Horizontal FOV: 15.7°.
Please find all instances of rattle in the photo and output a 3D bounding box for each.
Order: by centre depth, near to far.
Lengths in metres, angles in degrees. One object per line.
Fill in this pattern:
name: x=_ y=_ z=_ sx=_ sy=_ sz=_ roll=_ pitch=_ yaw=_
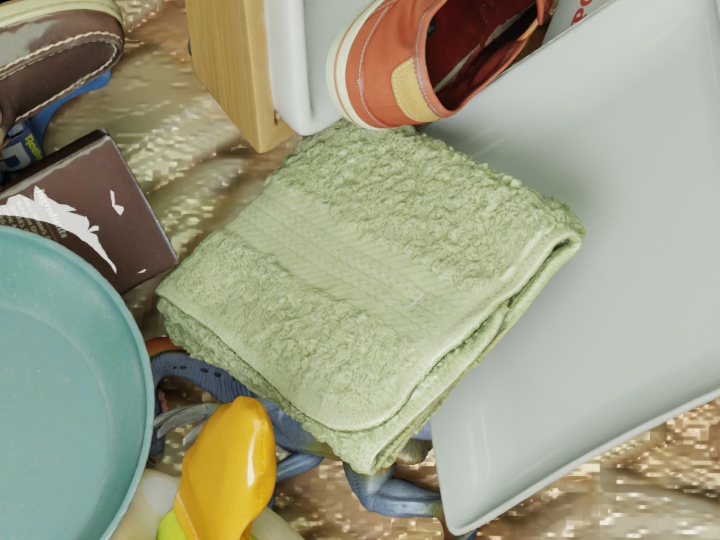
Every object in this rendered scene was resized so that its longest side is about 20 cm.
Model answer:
rattle: x=-0.006 y=0.134 z=1.102 sx=0.200 sy=0.130 sz=0.143 roll=31 pitch=109 yaw=-16

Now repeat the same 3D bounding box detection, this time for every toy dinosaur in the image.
toy dinosaur: x=-0.021 y=0.075 z=1.224 sx=0.181 sy=0.105 sz=0.200 roll=34 pitch=43 yaw=25

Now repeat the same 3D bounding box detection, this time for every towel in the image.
towel: x=0.000 y=0.000 z=1.143 sx=0.148 sy=0.037 sz=0.200 roll=-47 pitch=35 yaw=-9

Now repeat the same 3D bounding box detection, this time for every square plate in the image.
square plate: x=0.099 y=-0.010 z=1.123 sx=0.198 sy=0.028 sz=0.201 roll=-32 pitch=54 yaw=35

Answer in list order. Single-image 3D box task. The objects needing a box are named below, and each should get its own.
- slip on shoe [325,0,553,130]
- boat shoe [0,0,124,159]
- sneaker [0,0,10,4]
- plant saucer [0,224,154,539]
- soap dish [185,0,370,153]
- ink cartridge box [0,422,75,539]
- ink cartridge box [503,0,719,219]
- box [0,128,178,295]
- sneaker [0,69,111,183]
slip on shoe: x=0.066 y=-0.134 z=1.183 sx=0.061 sy=0.074 sz=0.200 roll=12 pitch=49 yaw=45
boat shoe: x=-0.192 y=-0.059 z=1.198 sx=0.199 sy=0.072 sz=0.072 roll=-25 pitch=68 yaw=-6
sneaker: x=-0.208 y=-0.143 z=1.232 sx=0.199 sy=0.072 sz=0.083 roll=-18 pitch=67 yaw=-9
plant saucer: x=-0.181 y=0.074 z=1.108 sx=0.199 sy=0.036 sz=0.201 roll=-4 pitch=60 yaw=7
soap dish: x=-0.016 y=-0.176 z=1.180 sx=0.081 sy=0.201 sz=0.157 roll=22 pitch=43 yaw=34
ink cartridge box: x=-0.164 y=0.169 z=1.157 sx=0.128 sy=0.125 sz=0.201 roll=-16 pitch=69 yaw=0
ink cartridge box: x=0.169 y=-0.070 z=1.175 sx=0.200 sy=0.086 sz=0.147 roll=3 pitch=65 yaw=47
box: x=-0.189 y=0.011 z=1.222 sx=0.200 sy=0.100 sz=0.075 roll=-31 pitch=98 yaw=-4
sneaker: x=-0.205 y=-0.063 z=1.273 sx=0.082 sy=0.074 sz=0.200 roll=40 pitch=80 yaw=15
